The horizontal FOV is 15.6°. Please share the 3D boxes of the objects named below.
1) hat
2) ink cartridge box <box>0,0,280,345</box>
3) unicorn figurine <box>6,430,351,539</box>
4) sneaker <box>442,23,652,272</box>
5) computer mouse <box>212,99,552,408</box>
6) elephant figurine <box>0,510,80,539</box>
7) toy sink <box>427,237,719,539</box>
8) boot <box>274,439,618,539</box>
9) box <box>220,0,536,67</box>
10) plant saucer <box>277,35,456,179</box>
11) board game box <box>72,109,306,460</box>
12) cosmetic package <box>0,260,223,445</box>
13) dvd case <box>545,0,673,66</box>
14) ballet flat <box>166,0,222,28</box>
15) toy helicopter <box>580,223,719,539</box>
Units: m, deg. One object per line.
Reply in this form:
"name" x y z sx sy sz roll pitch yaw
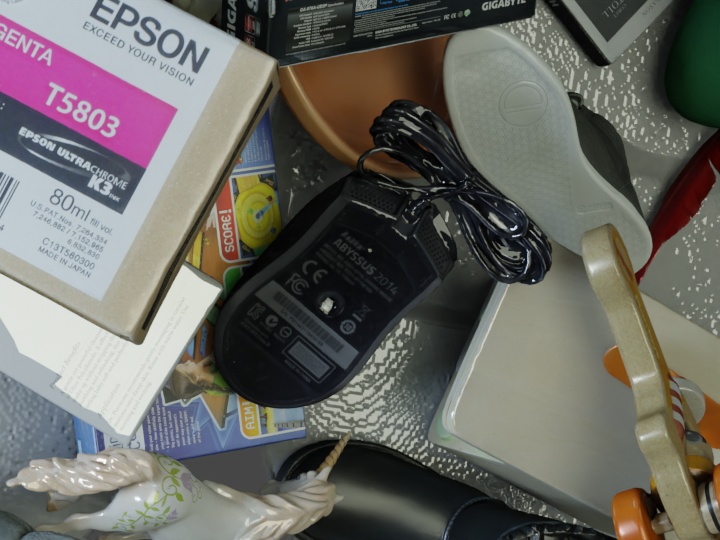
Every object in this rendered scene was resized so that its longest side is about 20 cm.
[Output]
"hat" 0.210 -0.119 1.679 0.166 0.176 0.200 51 34 -19
"ink cartridge box" -0.164 -0.079 1.355 0.199 0.075 0.165 27 86 1
"unicorn figurine" -0.100 0.139 1.492 0.200 0.137 0.074 18 52 -61
"sneaker" 0.104 -0.088 1.582 0.071 0.099 0.200 -32 122 13
"computer mouse" 0.000 0.000 1.503 0.200 0.053 0.138 -40 109 16
"elephant figurine" -0.252 0.222 1.413 0.141 0.155 0.200 28 65 12
"toy sink" 0.125 0.071 1.600 0.200 0.112 0.131 28 81 -28
"boot" 0.062 0.159 1.548 0.198 0.162 0.074 21 86 -23
"box" 0.018 -0.205 1.436 0.199 0.046 0.160 -15 120 -36
"plant saucer" 0.001 -0.150 1.536 0.200 0.037 0.201 17 67 -46
"board game box" -0.109 0.009 1.531 0.135 0.034 0.201 -8 95 -24
"cosmetic package" -0.188 -0.001 1.442 0.200 0.085 0.108 33 87 -8
"dvd case" 0.142 -0.251 1.638 0.150 0.025 0.200 -46 109 -15
"ballet flat" -0.088 -0.134 1.493 0.068 0.063 0.201 13 72 -12
"toy helicopter" 0.172 0.066 1.508 0.079 0.132 0.201 -18 99 18
